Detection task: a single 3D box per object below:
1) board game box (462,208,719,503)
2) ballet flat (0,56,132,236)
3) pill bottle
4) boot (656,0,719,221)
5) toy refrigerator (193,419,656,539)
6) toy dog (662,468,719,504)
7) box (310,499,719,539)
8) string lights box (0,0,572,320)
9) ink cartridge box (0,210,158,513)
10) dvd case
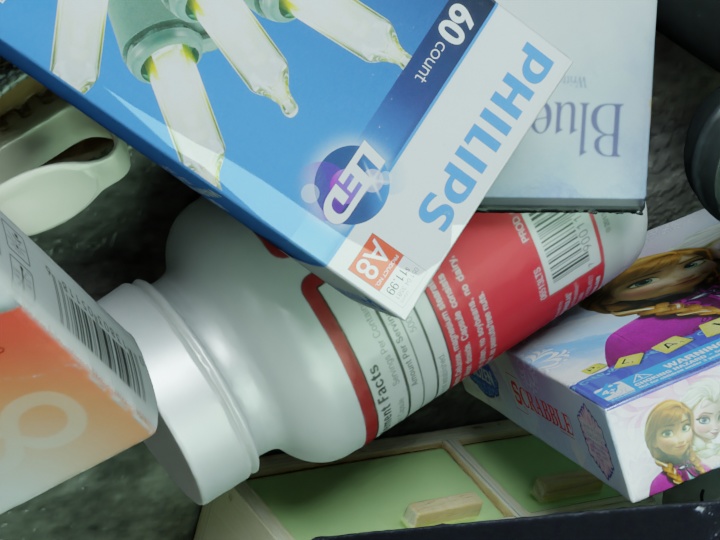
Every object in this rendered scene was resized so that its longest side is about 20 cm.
[{"bbox_3d":[0.155,0.016,0.861,0.199,0.199,0.041,-21,103,-12],"label":"board game box"},{"bbox_3d":[-0.082,-0.061,0.724,0.200,0.072,0.072,-35,137,-12],"label":"ballet flat"},{"bbox_3d":[0.000,0.000,0.804,0.200,0.112,0.112,-32,136,-15],"label":"pill bottle"},{"bbox_3d":[0.164,-0.084,0.833,0.198,0.162,0.074,-9,127,-34],"label":"boot"},{"bbox_3d":[0.030,0.117,0.947,0.199,0.076,0.070,-4,124,-36],"label":"toy refrigerator"},{"bbox_3d":[0.223,0.048,0.974,0.132,0.200,0.096,29,148,-11],"label":"toy dog"},{"bbox_3d":[0.111,0.176,0.835,0.198,0.199,0.124,24,63,-47],"label":"box"},{"bbox_3d":[-0.044,-0.082,0.666,0.200,0.059,0.103,34,85,-18],"label":"string lights box"},{"bbox_3d":[-0.190,0.044,0.687,0.200,0.050,0.162,-30,139,9],"label":"ink cartridge box"},{"bbox_3d":[0.039,-0.119,0.732,0.142,0.018,0.201,-1,98,-22],"label":"dvd case"}]
